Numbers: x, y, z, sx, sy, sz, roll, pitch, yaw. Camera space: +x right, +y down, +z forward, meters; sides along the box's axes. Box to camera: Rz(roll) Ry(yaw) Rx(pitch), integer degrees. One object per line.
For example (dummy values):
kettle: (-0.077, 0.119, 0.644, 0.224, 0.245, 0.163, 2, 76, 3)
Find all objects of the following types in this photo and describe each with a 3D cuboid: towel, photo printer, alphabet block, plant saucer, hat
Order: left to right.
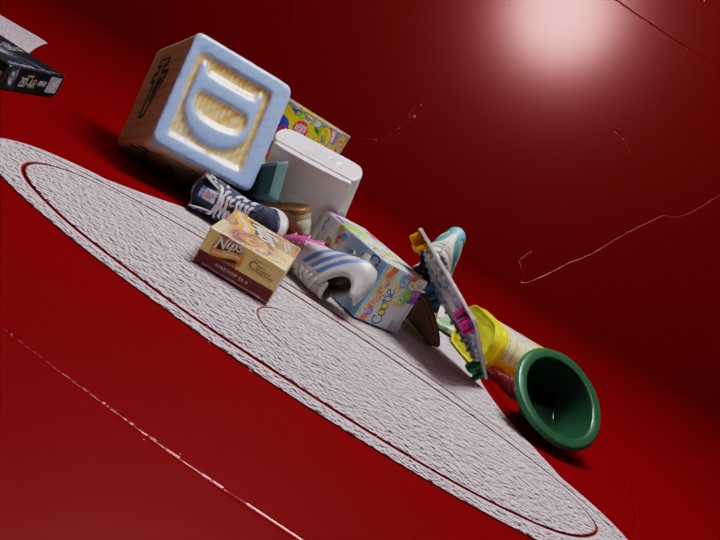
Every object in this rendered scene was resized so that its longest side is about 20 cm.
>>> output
alphabet block: (-0.267, -0.260, 1.519, 0.195, 0.197, 0.200, 28, -10, -28)
plant saucer: (-0.181, -0.148, 1.514, 0.019, 0.070, 0.200, 17, -6, -31)
photo printer: (-0.102, -0.129, 1.582, 0.166, 0.201, 0.070, 29, 41, 3)
towel: (0.140, 0.077, 1.800, 0.200, 0.023, 0.152, 36, 11, 20)
hat: (0.268, 0.231, 1.445, 0.165, 0.176, 0.200, 37, 44, -7)

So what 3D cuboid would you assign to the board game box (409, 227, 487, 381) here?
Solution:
board game box: (0.142, 0.060, 1.448, 0.200, 0.026, 0.201, 70, -6, -56)

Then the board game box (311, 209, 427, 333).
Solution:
board game box: (0.000, 0.000, 1.488, 0.103, 0.105, 0.200, 25, 12, -41)

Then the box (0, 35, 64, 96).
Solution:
box: (-0.618, -0.361, 1.520, 0.160, 0.044, 0.200, 33, 10, 3)

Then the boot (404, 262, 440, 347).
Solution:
boot: (0.080, 0.069, 1.575, 0.075, 0.074, 0.200, -15, 42, -15)

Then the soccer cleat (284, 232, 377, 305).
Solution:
soccer cleat: (-0.070, -0.001, 1.388, 0.199, 0.087, 0.070, 14, -32, 30)

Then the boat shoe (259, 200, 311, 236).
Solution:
boat shoe: (-0.150, -0.081, 1.506, 0.073, 0.063, 0.200, -13, 13, -31)

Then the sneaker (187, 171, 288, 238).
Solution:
sneaker: (-0.200, -0.095, 1.411, 0.108, 0.070, 0.200, 30, -1, -39)

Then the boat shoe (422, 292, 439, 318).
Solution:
boat shoe: (0.071, 0.030, 1.698, 0.200, 0.062, 0.075, 35, 11, 23)

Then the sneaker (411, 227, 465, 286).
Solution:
sneaker: (0.146, -0.014, 1.584, 0.077, 0.080, 0.200, 40, -19, 7)

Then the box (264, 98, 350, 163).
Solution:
box: (-0.164, -0.290, 2.155, 0.192, 0.201, 0.122, 33, 9, 10)

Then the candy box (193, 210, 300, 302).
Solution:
candy box: (-0.154, -0.024, 1.258, 0.115, 0.055, 0.200, 31, 9, -4)

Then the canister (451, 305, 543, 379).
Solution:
canister: (0.282, 0.159, 1.649, 0.199, 0.087, 0.149, 30, 9, -21)
